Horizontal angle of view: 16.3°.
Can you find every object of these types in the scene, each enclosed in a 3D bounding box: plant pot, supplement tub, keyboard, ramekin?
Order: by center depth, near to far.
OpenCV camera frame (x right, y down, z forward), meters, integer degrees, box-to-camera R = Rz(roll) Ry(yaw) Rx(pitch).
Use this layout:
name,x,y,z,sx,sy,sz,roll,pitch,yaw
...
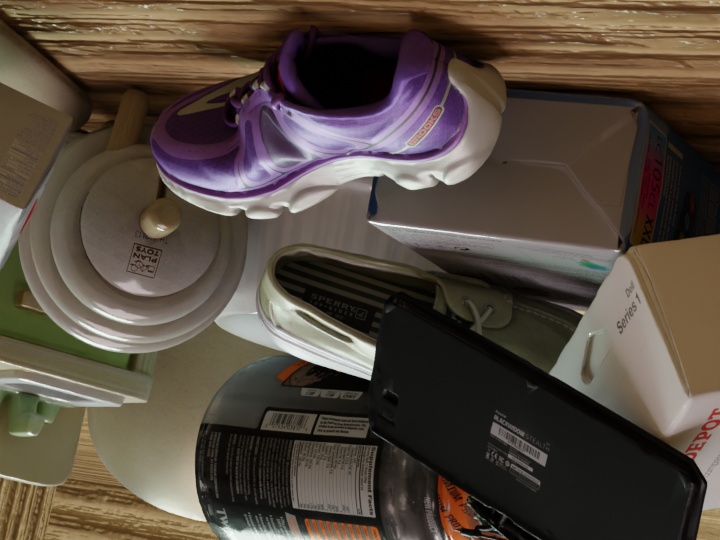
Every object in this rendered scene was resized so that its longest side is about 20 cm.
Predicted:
name,x,y,z,sx,sy,sz,roll,pitch,yaw
keyboard,0.083,0.090,1.190,0.040,0.104,0.200,-13,-146,-43
supplement tub,0.015,0.112,1.400,0.200,0.123,0.122,2,166,43
ramekin,0.000,0.000,1.459,0.202,0.094,0.202,12,170,2
plant pot,-0.079,0.041,1.606,0.200,0.200,0.135,10,135,9

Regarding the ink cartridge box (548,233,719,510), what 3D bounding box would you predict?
name,x,y,z,sx,sy,sz,roll,pitch,yaw
ink cartridge box,0.207,0.044,1.190,0.200,0.084,0.146,-9,152,-18

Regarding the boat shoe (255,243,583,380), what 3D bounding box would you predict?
name,x,y,z,sx,sy,sz,roll,pitch,yaw
boat shoe,0.042,0.035,1.261,0.200,0.072,0.062,13,165,5

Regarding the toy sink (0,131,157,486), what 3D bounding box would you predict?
name,x,y,z,sx,sy,sz,roll,pitch,yaw
toy sink,-0.193,0.021,1.498,0.130,0.200,0.112,18,168,-27

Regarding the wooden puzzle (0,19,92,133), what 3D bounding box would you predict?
name,x,y,z,sx,sy,sz,roll,pitch,yaw
wooden puzzle,-0.262,-0.110,1.318,0.200,0.037,0.185,9,169,16

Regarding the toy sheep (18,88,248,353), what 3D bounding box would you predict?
name,x,y,z,sx,sy,sz,roll,pitch,yaw
toy sheep,-0.122,-0.021,1.364,0.138,0.138,0.200,13,169,-7

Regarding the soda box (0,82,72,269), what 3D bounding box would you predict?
name,x,y,z,sx,sy,sz,roll,pitch,yaw
soda box,-0.247,-0.079,1.222,0.200,0.064,0.068,27,144,-5

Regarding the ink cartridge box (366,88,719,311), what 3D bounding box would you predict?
name,x,y,z,sx,sy,sz,roll,pitch,yaw
ink cartridge box,0.106,-0.026,1.248,0.136,0.076,0.200,8,168,27

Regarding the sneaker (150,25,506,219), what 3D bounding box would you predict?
name,x,y,z,sx,sy,sz,roll,pitch,yaw
sneaker,-0.026,-0.082,1.162,0.200,0.081,0.083,-9,145,40
